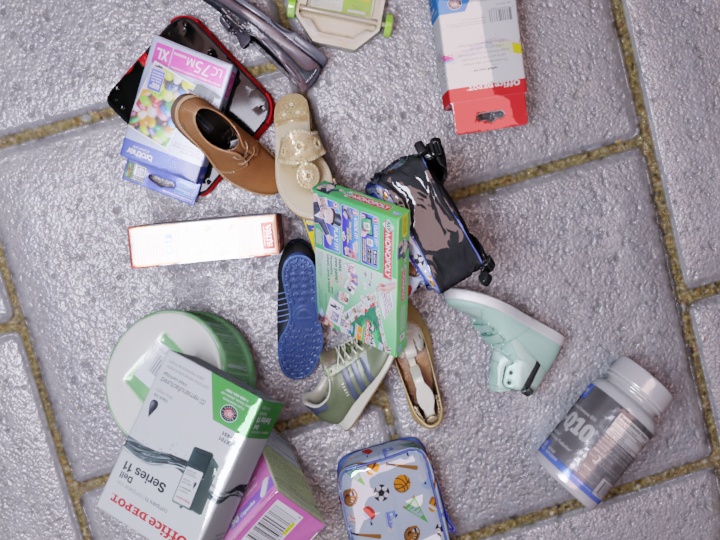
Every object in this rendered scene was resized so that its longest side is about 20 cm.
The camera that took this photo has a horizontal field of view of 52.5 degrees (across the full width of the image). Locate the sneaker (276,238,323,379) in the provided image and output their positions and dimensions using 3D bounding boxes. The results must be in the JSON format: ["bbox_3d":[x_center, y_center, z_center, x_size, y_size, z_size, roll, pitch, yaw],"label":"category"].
[{"bbox_3d":[-0.087,0.054,1.056,0.068,0.078,0.206,2,115,-6],"label":"sneaker"}]

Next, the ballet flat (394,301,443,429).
[{"bbox_3d":[0.082,0.135,1.069,0.067,0.063,0.205,-20,95,0],"label":"ballet flat"}]

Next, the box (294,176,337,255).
[{"bbox_3d":[-0.034,-0.028,1.035,0.063,0.070,0.205,-19,103,-4],"label":"box"}]

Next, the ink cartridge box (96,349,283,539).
[{"bbox_3d":[-0.203,0.221,0.880,0.143,0.083,0.205,22,83,16],"label":"ink cartridge box"}]

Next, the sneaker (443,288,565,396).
[{"bbox_3d":[0.194,0.109,1.066,0.196,0.074,0.121,27,86,-8],"label":"sneaker"}]

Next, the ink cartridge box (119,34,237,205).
[{"bbox_3d":[-0.257,-0.205,1.014,0.116,0.042,0.205,19,99,-2],"label":"ink cartridge box"}]

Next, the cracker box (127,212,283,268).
[{"bbox_3d":[-0.205,-0.043,1.003,0.193,0.134,0.060,-6,95,-3],"label":"cracker box"}]

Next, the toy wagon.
[{"bbox_3d":[-0.019,-0.419,1.036,0.150,0.040,0.207,10,93,-5],"label":"toy wagon"}]

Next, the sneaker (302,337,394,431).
[{"bbox_3d":[-0.015,0.134,1.037,0.088,0.068,0.203,23,111,-14],"label":"sneaker"}]

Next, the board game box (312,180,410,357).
[{"bbox_3d":[0.000,0.000,0.931,0.132,0.029,0.205,21,128,29],"label":"board game box"}]

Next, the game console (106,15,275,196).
[{"bbox_3d":[-0.237,-0.238,1.044,0.200,0.031,0.177,44,96,-4],"label":"game console"}]

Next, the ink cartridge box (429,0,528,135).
[{"bbox_3d":[0.169,-0.300,1.042,0.112,0.067,0.207,-8,95,-2],"label":"ink cartridge box"}]

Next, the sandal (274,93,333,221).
[{"bbox_3d":[-0.087,-0.170,0.977,0.075,0.070,0.216,-14,58,1],"label":"sandal"}]

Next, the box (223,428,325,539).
[{"bbox_3d":[-0.163,0.323,0.990,0.176,0.200,0.097,-47,119,2],"label":"box"}]

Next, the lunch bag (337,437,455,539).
[{"bbox_3d":[0.053,0.360,1.080,0.156,0.076,0.206,-15,94,-5],"label":"lunch bag"}]

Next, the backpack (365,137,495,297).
[{"bbox_3d":[0.072,-0.061,0.993,0.151,0.191,0.204,-26,99,4],"label":"backpack"}]

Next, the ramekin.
[{"bbox_3d":[-0.250,0.150,1.000,0.194,0.098,0.207,-2,77,10],"label":"ramekin"}]

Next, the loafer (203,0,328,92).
[{"bbox_3d":[-0.141,-0.325,1.021,0.197,0.072,0.064,31,96,-8],"label":"loafer"}]

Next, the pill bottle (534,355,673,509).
[{"bbox_3d":[0.357,0.233,1.069,0.113,0.114,0.201,39,91,-5],"label":"pill bottle"}]

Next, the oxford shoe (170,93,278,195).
[{"bbox_3d":[-0.168,-0.159,0.992,0.199,0.071,0.072,36,84,-41],"label":"oxford shoe"}]
